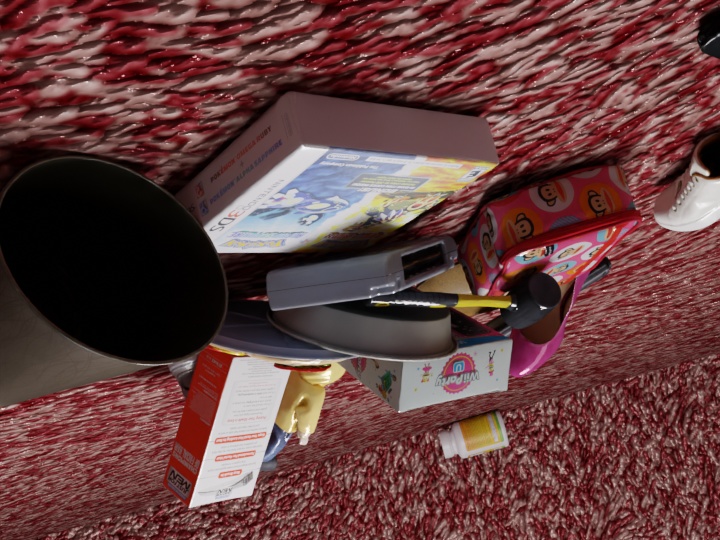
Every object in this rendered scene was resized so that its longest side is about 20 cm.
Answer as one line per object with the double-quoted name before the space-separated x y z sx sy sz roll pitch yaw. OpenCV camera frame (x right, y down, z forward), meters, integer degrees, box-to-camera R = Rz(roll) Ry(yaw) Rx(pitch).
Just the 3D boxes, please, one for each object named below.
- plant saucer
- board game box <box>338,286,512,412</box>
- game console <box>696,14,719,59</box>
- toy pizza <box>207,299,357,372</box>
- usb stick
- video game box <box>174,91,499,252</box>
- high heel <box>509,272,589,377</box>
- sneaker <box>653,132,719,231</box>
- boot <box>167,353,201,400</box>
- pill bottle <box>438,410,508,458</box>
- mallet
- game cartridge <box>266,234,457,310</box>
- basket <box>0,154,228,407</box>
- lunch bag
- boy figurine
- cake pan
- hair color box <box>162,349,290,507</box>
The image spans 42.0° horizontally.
"plant saucer" 0.167 0.021 1.203 0.197 0.036 0.200 -14 164 -4
"board game box" 0.052 0.081 1.057 0.146 0.065 0.199 -7 -159 -30
"game console" 0.374 -0.157 0.657 0.175 0.118 0.199 1 157 -45
"toy pizza" -0.084 0.067 0.944 0.197 0.032 0.200 8 -170 -1
"usb stick" 0.247 0.040 1.253 0.199 0.033 0.055 -31 174 -8
"video game box" -0.024 -0.065 0.719 0.198 0.047 0.181 -2 162 -41
"high heel" 0.221 0.038 1.125 0.202 0.067 0.096 -65 156 6
"sneaker" 0.353 -0.101 0.953 0.084 0.074 0.200 23 157 -15
"boot" -0.195 0.162 1.222 0.073 0.097 0.200 -16 164 2
"pill bottle" 0.342 0.505 2.850 0.197 0.112 0.111 -16 164 1
"mallet" 0.101 0.025 0.890 0.198 0.042 0.066 5 155 -29
"game cartridge" 0.000 0.000 0.860 0.131 0.042 0.200 -4 -174 22
"basket" -0.227 0.023 0.673 0.199 0.138 0.179 -22 147 37
"lunch bag" 0.201 -0.037 0.977 0.174 0.083 0.200 -17 164 -11
"boy figurine" -0.092 0.165 1.238 0.064 0.124 0.201 20 111 -52
"cake pan" 0.005 0.043 0.949 0.197 0.037 0.200 10 -169 -2
"hair color box" -0.165 0.186 1.172 0.064 0.203 0.110 25 -167 37
